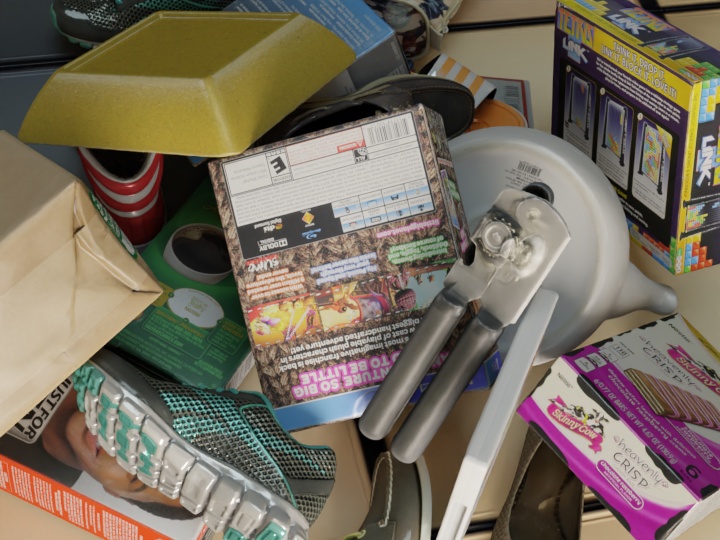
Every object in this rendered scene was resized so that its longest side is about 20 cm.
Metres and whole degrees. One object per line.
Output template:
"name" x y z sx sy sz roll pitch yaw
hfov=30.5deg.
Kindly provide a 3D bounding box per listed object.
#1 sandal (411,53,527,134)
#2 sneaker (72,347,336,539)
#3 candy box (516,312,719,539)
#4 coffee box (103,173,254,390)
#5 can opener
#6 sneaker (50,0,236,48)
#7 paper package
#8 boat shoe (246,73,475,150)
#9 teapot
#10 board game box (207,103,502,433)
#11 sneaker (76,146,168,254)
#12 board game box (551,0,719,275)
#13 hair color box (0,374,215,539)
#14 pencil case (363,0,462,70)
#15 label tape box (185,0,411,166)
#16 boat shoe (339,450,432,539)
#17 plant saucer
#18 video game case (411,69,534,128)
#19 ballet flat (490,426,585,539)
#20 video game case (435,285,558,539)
"sandal" 0.048 -0.159 1.152 0.206 0.059 0.079 22 55 7
"sneaker" -0.102 0.109 0.885 0.200 0.078 0.091 37 53 4
"candy box" 0.222 0.110 0.959 0.136 0.061 0.200 47 31 21
"coffee box" -0.112 0.012 1.037 0.123 0.044 0.200 27 56 11
"can opener" 0.070 0.032 0.861 0.053 0.200 0.067 34 21 9
"sneaker" -0.177 -0.255 1.176 0.199 0.091 0.078 -12 57 -17
"paper package" -0.261 0.011 0.896 0.191 0.104 0.200 -43 30 -12
"boat shoe" 0.009 -0.110 1.063 0.199 0.075 0.073 -15 25 -21
"teapot" 0.119 -0.021 1.039 0.197 0.146 0.201 -24 87 18
"board game box" 0.000 0.000 0.945 0.159 0.097 0.201 -13 89 13
"sneaker" -0.202 -0.119 1.071 0.071 0.113 0.200 -16 59 -13
"board game box" 0.227 -0.117 1.067 0.057 0.166 0.200 -13 33 -19
"hair color box" -0.186 0.126 0.935 0.199 0.061 0.102 24 54 7
"pencil case" 0.072 -0.273 1.237 0.089 0.078 0.200 29 51 7
"label tape box" -0.080 -0.167 1.131 0.200 0.063 0.144 -35 53 -6
"boat shoe" 0.011 0.212 0.900 0.060 0.072 0.202 10 58 -8
"plant saucer" -0.133 -0.153 1.009 0.199 0.049 0.200 6 31 27
"video game case" 0.057 -0.122 1.175 0.199 0.017 0.143 5 55 -6
"ballet flat" 0.139 0.167 0.967 0.067 0.046 0.200 18 54 4
"video game case" 0.085 0.121 0.896 0.018 0.200 0.143 22 55 9
